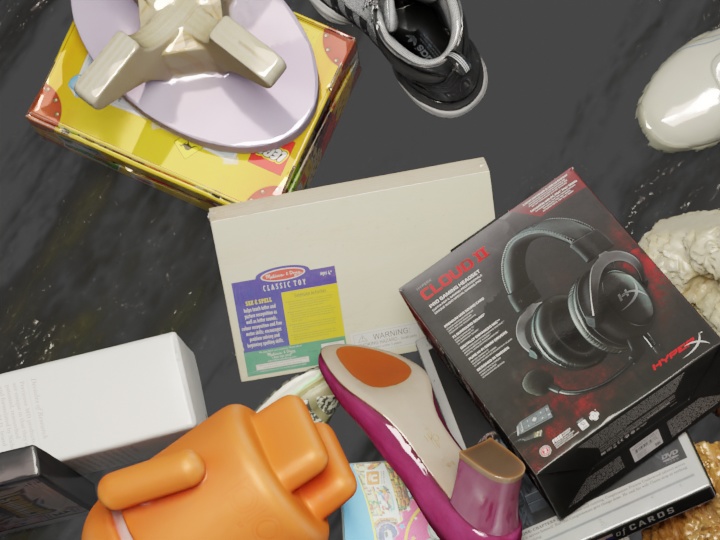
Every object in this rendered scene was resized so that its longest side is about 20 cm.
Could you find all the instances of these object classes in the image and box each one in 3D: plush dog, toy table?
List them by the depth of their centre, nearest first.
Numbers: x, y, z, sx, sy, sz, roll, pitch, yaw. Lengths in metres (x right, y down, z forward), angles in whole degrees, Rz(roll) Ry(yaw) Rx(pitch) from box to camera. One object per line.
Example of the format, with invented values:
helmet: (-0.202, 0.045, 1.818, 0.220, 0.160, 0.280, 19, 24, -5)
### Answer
toy table: (-0.119, -0.173, 1.352, 0.199, 0.117, 0.185, 26, 82, 8)
plush dog: (0.310, 0.029, 1.373, 0.199, 0.161, 0.173, -26, 106, 0)

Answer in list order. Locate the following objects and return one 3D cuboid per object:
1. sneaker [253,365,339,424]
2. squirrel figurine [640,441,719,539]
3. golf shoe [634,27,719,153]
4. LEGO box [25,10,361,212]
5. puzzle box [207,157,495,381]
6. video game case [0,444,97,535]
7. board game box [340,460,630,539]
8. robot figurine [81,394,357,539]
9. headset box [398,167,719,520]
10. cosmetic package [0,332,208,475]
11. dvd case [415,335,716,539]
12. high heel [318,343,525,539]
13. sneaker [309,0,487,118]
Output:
sneaker: (-0.054, 0.143, 1.396, 0.200, 0.077, 0.089, -43, 82, 3)
squirrel figurine: (0.275, 0.171, 1.314, 0.199, 0.142, 0.188, 9, 107, 14)
golf shoe: (0.286, -0.157, 1.419, 0.199, 0.097, 0.079, -32, 82, -1)
LEGO box: (-0.118, -0.131, 1.443, 0.199, 0.077, 0.150, 24, 82, 6)
puzzle box: (0.000, 0.000, 1.397, 0.199, 0.025, 0.134, -10, 119, -3)
video game case: (-0.283, 0.162, 1.336, 0.179, 0.200, 0.026, -13, 76, 0)
board game box: (0.088, 0.204, 1.381, 0.198, 0.064, 0.149, -4, 79, 2)
robot figurine: (-0.102, 0.166, 1.306, 0.200, 0.144, 0.117, -36, 83, 7)
headset box: (0.132, 0.040, 1.321, 0.148, 0.077, 0.200, -34, 54, -2)
cosmetic package: (-0.212, 0.106, 1.394, 0.199, 0.101, 0.072, -13, 79, 0)
dvd case: (0.135, 0.098, 1.345, 0.150, 0.025, 0.201, -25, 53, 5)
high heel: (0.031, 0.127, 1.312, 0.067, 0.097, 0.200, -12, 35, -32)
sneaker: (0.017, -0.202, 1.430, 0.075, 0.114, 0.200, -42, 81, -5)
